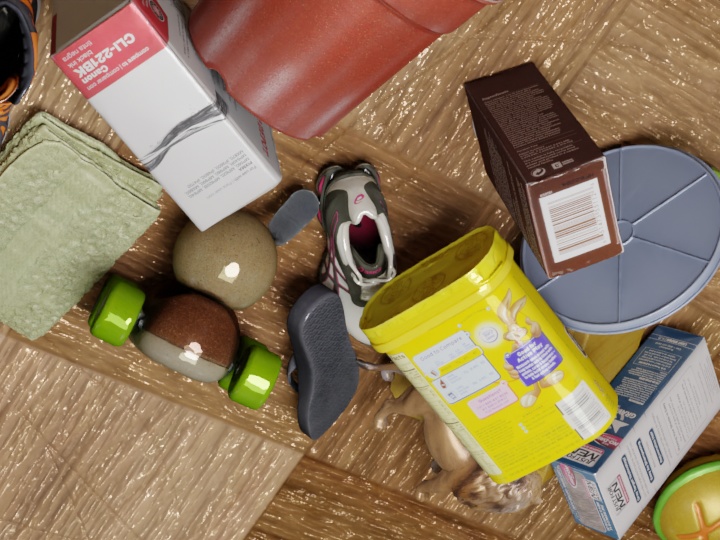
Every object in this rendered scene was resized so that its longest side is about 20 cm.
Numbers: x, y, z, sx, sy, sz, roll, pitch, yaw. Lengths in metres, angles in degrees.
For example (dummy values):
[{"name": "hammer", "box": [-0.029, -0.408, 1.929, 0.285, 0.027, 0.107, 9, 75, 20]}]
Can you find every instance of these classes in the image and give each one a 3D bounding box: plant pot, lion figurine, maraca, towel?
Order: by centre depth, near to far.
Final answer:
[{"name": "plant pot", "box": [-0.023, -0.222, 1.191, 0.201, 0.201, 0.195, 34, 117, -28]}, {"name": "towel", "box": [-0.284, -0.037, 1.328, 0.148, 0.037, 0.200, 34, 108, -29]}, {"name": "lion figurine", "box": [0.084, 0.155, 1.432, 0.122, 0.072, 0.200, -22, 108, 48]}, {"name": "maraca", "box": [0.412, 0.261, 1.619, 0.200, 0.107, 0.137, 10, 125, -18]}]

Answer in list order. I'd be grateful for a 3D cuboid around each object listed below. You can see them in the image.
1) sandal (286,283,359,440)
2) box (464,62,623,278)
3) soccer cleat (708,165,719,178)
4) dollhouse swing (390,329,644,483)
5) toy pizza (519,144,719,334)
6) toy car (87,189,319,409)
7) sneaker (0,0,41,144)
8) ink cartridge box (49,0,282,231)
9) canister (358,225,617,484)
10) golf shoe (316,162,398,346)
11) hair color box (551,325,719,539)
[{"name": "sandal", "box": [-0.042, 0.083, 1.437, 0.076, 0.043, 0.200, -38, 145, -31]}, {"name": "box", "box": [0.156, -0.090, 1.294, 0.075, 0.200, 0.100, -20, 124, -3]}, {"name": "soccer cleat", "box": [0.292, -0.013, 1.404, 0.200, 0.067, 0.081, -53, 134, -24]}, {"name": "dollhouse swing", "box": [0.159, 0.076, 1.495, 0.182, 0.176, 0.200, -26, 136, -48]}, {"name": "toy pizza", "box": [0.241, -0.027, 1.358, 0.200, 0.200, 0.032, -33, 138, 9]}, {"name": "toy car", "box": [-0.128, -0.002, 1.345, 0.164, 0.158, 0.200, 26, 88, -12]}, {"name": "sneaker", "box": [-0.314, -0.142, 1.211, 0.077, 0.112, 0.200, 13, 117, -19]}, {"name": "ink cartridge box", "box": [-0.158, -0.152, 1.220, 0.084, 0.144, 0.200, -33, 122, 11]}, {"name": "canister", "box": [0.116, 0.080, 1.322, 0.148, 0.087, 0.200, -31, 109, 24]}, {"name": "golf shoe", "box": [0.000, 0.000, 1.383, 0.077, 0.088, 0.200, -15, 124, -5]}, {"name": "hair color box", "box": [0.279, 0.159, 1.494, 0.200, 0.060, 0.100, -46, 129, -27]}]
